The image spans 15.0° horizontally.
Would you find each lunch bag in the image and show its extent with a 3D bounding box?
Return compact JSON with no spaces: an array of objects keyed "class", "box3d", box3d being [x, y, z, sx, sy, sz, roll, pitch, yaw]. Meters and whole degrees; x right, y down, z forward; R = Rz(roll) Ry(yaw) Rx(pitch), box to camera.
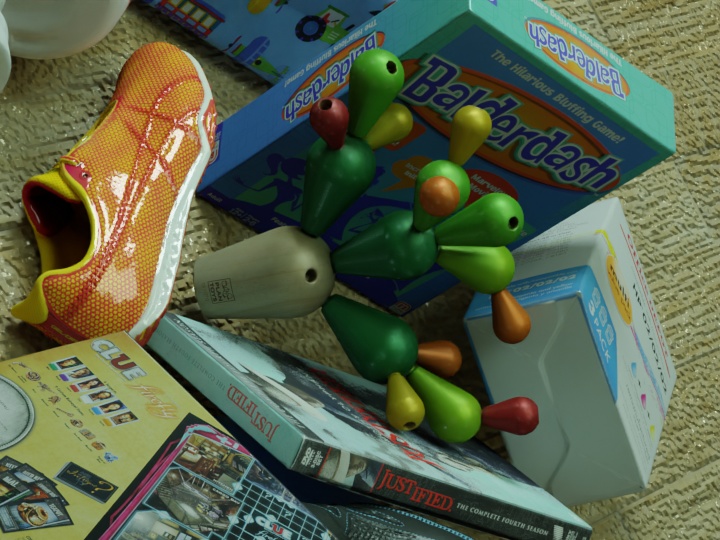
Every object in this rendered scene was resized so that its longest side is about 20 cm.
[{"class":"lunch bag","box3d":[-0.046,-0.202,1.516,0.150,0.094,0.200,31,31,-33]}]

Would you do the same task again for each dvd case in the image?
[{"class":"dvd case","box3d":[0.004,0.081,1.331,0.200,0.022,0.146,20,11,-40]}]

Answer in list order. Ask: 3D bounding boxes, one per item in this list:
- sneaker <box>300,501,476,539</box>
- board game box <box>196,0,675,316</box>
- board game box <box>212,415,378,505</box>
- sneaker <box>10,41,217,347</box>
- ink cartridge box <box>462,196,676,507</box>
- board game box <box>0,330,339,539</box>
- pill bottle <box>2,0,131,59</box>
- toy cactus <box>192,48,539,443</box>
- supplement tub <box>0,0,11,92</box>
[{"class":"sneaker","box3d":[-0.020,0.140,1.239,0.200,0.073,0.082,15,12,-26]},{"class":"board game box","box3d":[0.038,-0.065,1.398,0.152,0.200,0.045,31,43,-32]},{"class":"board game box","box3d":[-0.049,0.163,1.267,0.158,0.039,0.200,32,40,-22]},{"class":"sneaker","box3d":[-0.118,-0.046,1.311,0.077,0.073,0.200,29,41,-20]},{"class":"ink cartridge box","box3d":[0.119,0.036,1.471,0.200,0.068,0.115,-59,132,-67]},{"class":"board game box","box3d":[-0.101,0.104,1.127,0.135,0.035,0.200,-14,39,-35]},{"class":"pill bottle","box3d":[-0.139,-0.204,1.365,0.111,0.111,0.200,44,37,-18]},{"class":"toy cactus","box3d":[0.000,0.000,1.325,0.102,0.165,0.200,-73,148,-64]},{"class":"supplement tub","box3d":[-0.233,-0.166,1.199,0.140,0.140,0.200,10,57,-46]}]
